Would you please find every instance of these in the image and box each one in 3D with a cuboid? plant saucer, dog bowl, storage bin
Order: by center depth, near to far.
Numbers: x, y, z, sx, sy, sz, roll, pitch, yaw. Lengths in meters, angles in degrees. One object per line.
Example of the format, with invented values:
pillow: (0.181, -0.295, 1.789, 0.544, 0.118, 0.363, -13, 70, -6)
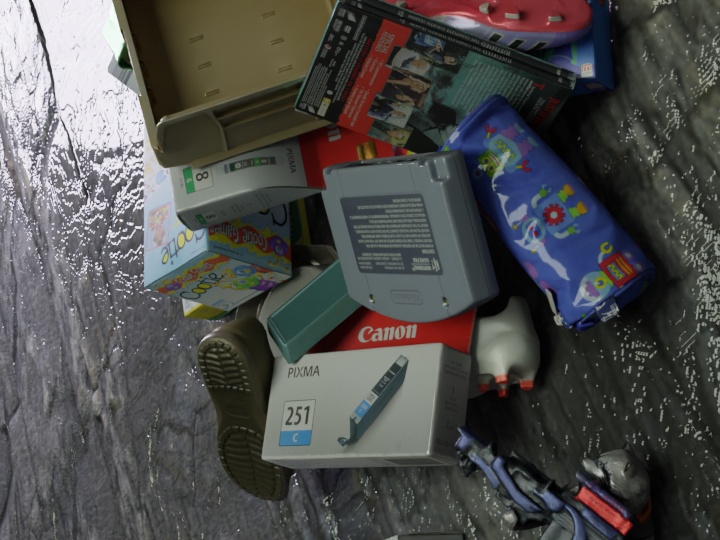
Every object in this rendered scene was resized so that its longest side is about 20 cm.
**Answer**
plant saucer: (0.000, 0.000, 1.448, 0.200, 0.019, 0.070, -40, 30, 0)
storage bin: (-0.112, -0.215, 1.448, 0.094, 0.197, 0.201, 75, 177, -65)
dog bowl: (-0.042, 0.069, 1.549, 0.199, 0.058, 0.202, -9, 78, 50)

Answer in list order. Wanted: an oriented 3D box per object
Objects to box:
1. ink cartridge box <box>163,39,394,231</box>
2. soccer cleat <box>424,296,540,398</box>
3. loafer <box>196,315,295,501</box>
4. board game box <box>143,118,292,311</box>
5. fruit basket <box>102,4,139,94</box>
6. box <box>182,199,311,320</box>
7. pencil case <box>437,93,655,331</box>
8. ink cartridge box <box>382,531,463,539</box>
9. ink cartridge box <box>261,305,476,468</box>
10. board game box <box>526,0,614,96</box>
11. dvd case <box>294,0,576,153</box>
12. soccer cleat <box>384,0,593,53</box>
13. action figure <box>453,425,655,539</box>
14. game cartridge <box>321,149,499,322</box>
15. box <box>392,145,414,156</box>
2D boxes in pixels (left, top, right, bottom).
ink cartridge box: (-0.081, -0.139, 1.480, 0.198, 0.050, 0.162, -17, 64, 10)
soccer cleat: (0.075, 0.079, 1.407, 0.199, 0.069, 0.078, -20, 62, 42)
loafer: (-0.092, 0.125, 1.488, 0.076, 0.068, 0.201, 14, 132, 26)
board game box: (-0.138, -0.080, 1.574, 0.105, 0.103, 0.202, -27, 57, 42)
fruit basket: (-0.183, -0.257, 1.767, 0.199, 0.093, 0.186, 34, 112, 31)
box: (-0.115, -0.040, 1.665, 0.200, 0.048, 0.118, -33, 59, 45)
pencil case: (0.139, -0.040, 1.276, 0.087, 0.078, 0.200, -38, 77, -7)
ink cartridge box: (0.008, 0.318, 1.432, 0.199, 0.084, 0.146, -26, 65, 44)
ink cartridge box: (0.008, 0.077, 1.395, 0.199, 0.045, 0.178, -8, 68, 43)
board game box: (0.129, -0.239, 1.363, 0.151, 0.045, 0.202, -8, 77, 30)
dvd case: (0.057, -0.145, 1.332, 0.146, 0.199, 0.022, 118, 170, -56)
soccer cleat: (0.091, -0.193, 1.324, 0.198, 0.077, 0.067, 2, 46, 18)
action figure: (0.147, 0.201, 1.271, 0.200, 0.104, 0.194, 45, 116, 15)
game cartridge: (0.038, -0.025, 1.321, 0.200, 0.041, 0.134, 2, 113, 61)
box: (0.043, -0.196, 1.500, 0.156, 0.041, 0.201, -56, 46, 28)
